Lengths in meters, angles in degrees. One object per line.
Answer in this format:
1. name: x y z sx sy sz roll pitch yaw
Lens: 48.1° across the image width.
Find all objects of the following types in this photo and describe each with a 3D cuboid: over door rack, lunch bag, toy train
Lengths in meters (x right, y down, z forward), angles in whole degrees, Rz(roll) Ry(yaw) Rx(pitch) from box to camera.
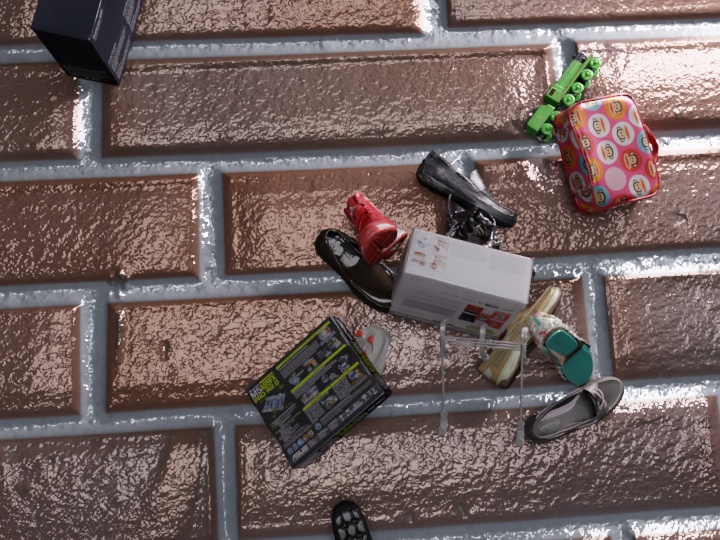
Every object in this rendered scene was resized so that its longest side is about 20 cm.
1. over door rack: 0.202 0.180 1.334 0.146 0.067 0.202 4 108 16
2. lunch bag: 0.448 -0.211 1.432 0.175 0.082 0.202 -14 88 -15
3. toy train: 0.373 -0.323 1.486 0.056 0.042 0.201 34 80 15

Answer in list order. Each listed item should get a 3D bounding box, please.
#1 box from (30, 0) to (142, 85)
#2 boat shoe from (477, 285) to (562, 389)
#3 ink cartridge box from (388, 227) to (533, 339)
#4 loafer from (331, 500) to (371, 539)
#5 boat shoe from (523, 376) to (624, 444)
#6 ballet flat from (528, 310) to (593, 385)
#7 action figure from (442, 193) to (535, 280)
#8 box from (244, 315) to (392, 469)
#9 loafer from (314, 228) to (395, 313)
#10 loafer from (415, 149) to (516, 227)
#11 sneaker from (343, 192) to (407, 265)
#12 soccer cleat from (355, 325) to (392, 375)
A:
1. box: -0.466 -0.458 1.401 0.103 0.182 0.202 12 79 0
2. boat shoe: 0.272 0.102 1.389 0.076 0.072 0.201 31 78 20
3. ink cartridge box: 0.156 0.028 1.315 0.198 0.176 0.085 15 64 -2
4. loafer: -0.001 0.471 1.296 0.067 0.070 0.202 -14 84 -6
5. boat shoe: 0.368 0.239 1.368 0.199 0.057 0.067 -25 81 -7
6. ballet flat: 0.336 0.124 1.347 0.076 0.200 0.064 -40 46 3
7. action figure: 0.204 -0.036 1.385 0.200 0.119 0.102 41 63 -2
8. box: -0.071 0.198 1.315 0.200 0.044 0.161 -42 67 10
9. loafer: 0.000 0.000 1.390 0.199 0.071 0.073 37 80 5
10. loafer: 0.194 -0.144 1.428 0.200 0.068 0.071 32 87 7
11. sneaker: 0.004 -0.074 1.350 0.115 0.200 0.079 41 96 11
12. soccer cleat: -0.004 0.189 1.361 0.069 0.077 0.201 28 93 39
